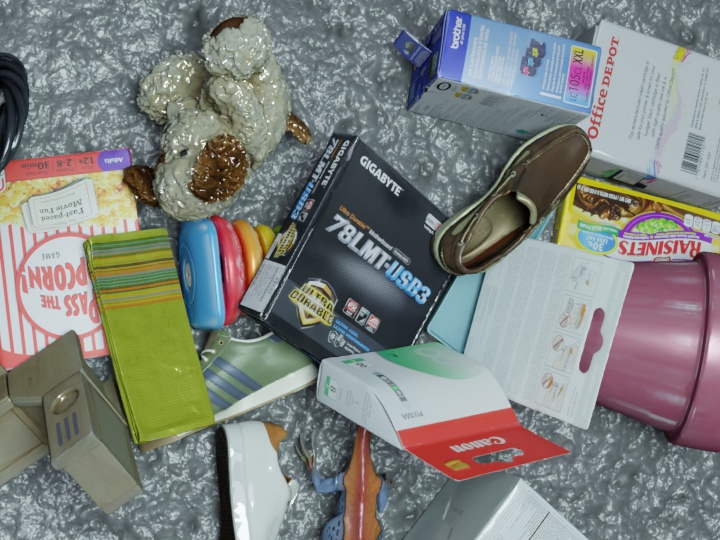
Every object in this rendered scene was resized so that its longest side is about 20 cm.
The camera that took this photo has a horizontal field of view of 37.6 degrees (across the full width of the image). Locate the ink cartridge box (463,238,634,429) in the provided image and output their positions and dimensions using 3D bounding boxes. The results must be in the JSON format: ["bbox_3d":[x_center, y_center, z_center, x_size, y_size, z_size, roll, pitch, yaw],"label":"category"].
[{"bbox_3d":[0.189,0.057,1.052,0.047,0.199,0.163,16,91,-34],"label":"ink cartridge box"}]

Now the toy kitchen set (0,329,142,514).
[{"bbox_3d":[-0.330,0.145,0.931,0.198,0.181,0.164,-34,123,-3],"label":"toy kitchen set"}]

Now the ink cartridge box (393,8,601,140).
[{"bbox_3d":[0.131,-0.202,1.102,0.196,0.136,0.078,10,82,-10],"label":"ink cartridge box"}]

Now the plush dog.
[{"bbox_3d":[-0.139,-0.121,1.012,0.160,0.199,0.173,42,61,-26],"label":"plush dog"}]

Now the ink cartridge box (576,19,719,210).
[{"bbox_3d":[0.319,-0.167,1.161,0.197,0.084,0.147,16,83,-9],"label":"ink cartridge box"}]

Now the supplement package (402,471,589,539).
[{"bbox_3d":[0.157,0.313,1.039,0.200,0.191,0.148,42,80,-4],"label":"supplement package"}]

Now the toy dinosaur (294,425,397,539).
[{"bbox_3d":[0.011,0.232,1.046,0.103,0.200,0.184,2,117,-25],"label":"toy dinosaur"}]

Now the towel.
[{"bbox_3d":[-0.201,0.058,1.012,0.085,0.018,0.203,-11,78,-30],"label":"towel"}]

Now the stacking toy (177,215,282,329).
[{"bbox_3d":[-0.081,-0.005,1.075,0.197,0.116,0.112,-6,89,-22],"label":"stacking toy"}]

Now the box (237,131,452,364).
[{"bbox_3d":[0.000,0.000,1.060,0.199,0.049,0.200,38,78,-40],"label":"box"}]

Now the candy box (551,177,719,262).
[{"bbox_3d":[0.311,-0.033,1.179,0.196,0.026,0.104,13,87,-9],"label":"candy box"}]

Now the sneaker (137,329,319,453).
[{"bbox_3d":[-0.142,0.105,1.066,0.197,0.067,0.091,-21,87,-16],"label":"sneaker"}]

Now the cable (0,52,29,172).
[{"bbox_3d":[-0.374,-0.118,0.997,0.051,0.162,0.203,33,78,-40],"label":"cable"}]

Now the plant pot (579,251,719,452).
[{"bbox_3d":[0.298,0.073,1.096,0.176,0.200,0.204,10,84,7],"label":"plant pot"}]

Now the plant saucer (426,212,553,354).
[{"bbox_3d":[0.139,-0.005,1.138,0.070,0.019,0.202,36,78,-30],"label":"plant saucer"}]

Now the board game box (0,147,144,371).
[{"bbox_3d":[-0.291,-0.011,1.054,0.149,0.046,0.204,-8,87,-11],"label":"board game box"}]

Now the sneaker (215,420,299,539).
[{"bbox_3d":[-0.096,0.252,1.058,0.083,0.073,0.204,-3,94,-26],"label":"sneaker"}]

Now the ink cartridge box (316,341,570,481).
[{"bbox_3d":[0.078,0.126,0.998,0.159,0.199,0.051,-4,106,-40],"label":"ink cartridge box"}]

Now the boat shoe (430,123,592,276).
[{"bbox_3d":[0.163,-0.065,1.060,0.202,0.075,0.075,-45,108,-3],"label":"boat shoe"}]
